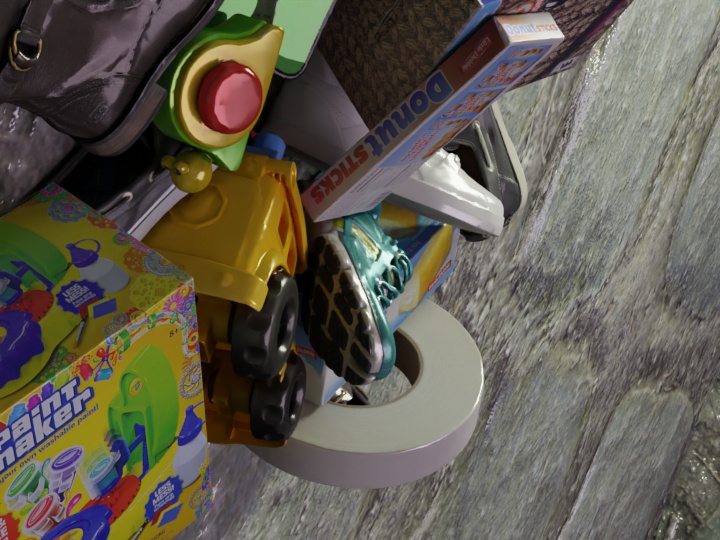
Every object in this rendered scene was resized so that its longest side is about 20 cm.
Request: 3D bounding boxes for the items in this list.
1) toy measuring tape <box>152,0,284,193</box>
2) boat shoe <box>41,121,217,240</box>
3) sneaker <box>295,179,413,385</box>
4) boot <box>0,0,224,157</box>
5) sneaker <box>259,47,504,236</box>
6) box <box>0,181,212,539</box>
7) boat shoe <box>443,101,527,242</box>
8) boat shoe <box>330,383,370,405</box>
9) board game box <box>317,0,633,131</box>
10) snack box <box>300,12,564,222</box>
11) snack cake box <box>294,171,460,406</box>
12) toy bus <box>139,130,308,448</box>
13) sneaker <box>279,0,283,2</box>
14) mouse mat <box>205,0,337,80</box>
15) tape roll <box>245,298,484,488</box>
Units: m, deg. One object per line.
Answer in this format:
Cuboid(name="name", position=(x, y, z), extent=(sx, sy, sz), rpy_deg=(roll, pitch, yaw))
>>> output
Cuboid(name="toy measuring tape", position=(-0.081, -0.143, 1.085), extent=(0.073, 0.073, 0.201), rpy_deg=(2, 106, -66))
Cuboid(name="boat shoe", position=(-0.131, -0.075, 1.133), extent=(0.200, 0.068, 0.057), rpy_deg=(-54, 154, -24))
Cuboid(name="sneaker", position=(0.000, 0.000, 1.288), extent=(0.201, 0.079, 0.078), rpy_deg=(-106, -154, -50))
Cuboid(name="boot", position=(-0.154, -0.159, 0.992), extent=(0.174, 0.069, 0.201), rpy_deg=(25, 87, -58))
Cuboid(name="sneaker", position=(0.036, -0.108, 1.352), extent=(0.116, 0.199, 0.074), rpy_deg=(-67, -159, -7))
Cuboid(name="box", position=(-0.198, 0.095, 1.029), extent=(0.200, 0.122, 0.193), rpy_deg=(-37, 144, -32))
Cuboid(name="boat shoe", position=(0.065, -0.119, 1.432), extent=(0.068, 0.072, 0.201), rpy_deg=(-39, 110, -43))
Cuboid(name="boat shoe", position=(-0.040, 0.100, 1.493), extent=(0.075, 0.073, 0.200), rpy_deg=(-68, 158, 3))
Cuboid(name="board game box", position=(0.091, -0.195, 1.261), extent=(0.199, 0.097, 0.160), rpy_deg=(-23, 164, -35))
Cuboid(name="snack box", position=(0.045, -0.100, 1.229), extent=(0.200, 0.024, 0.072), rpy_deg=(-41, 164, 33))
Cuboid(name="snack cake box", position=(-0.022, 0.003, 1.390), extent=(0.200, 0.114, 0.068), rpy_deg=(-45, 151, -45))
Cuboid(name="toy bus", position=(-0.092, -0.003, 1.237), extent=(0.201, 0.135, 0.193), rpy_deg=(82, 22, -55))
Cuboid(name="sneaker", position=(-0.031, -0.218, 1.223), extent=(0.200, 0.076, 0.091), rpy_deg=(-50, 163, -27))
Cuboid(name="mouse mat", position=(-0.056, -0.234, 1.122), extent=(0.160, 0.008, 0.201), rpy_deg=(27, 85, -36))
Cuboid(name="tape roll", position=(-0.008, 0.079, 1.382), extent=(0.203, 0.202, 0.037), rpy_deg=(-44, 151, -44))
